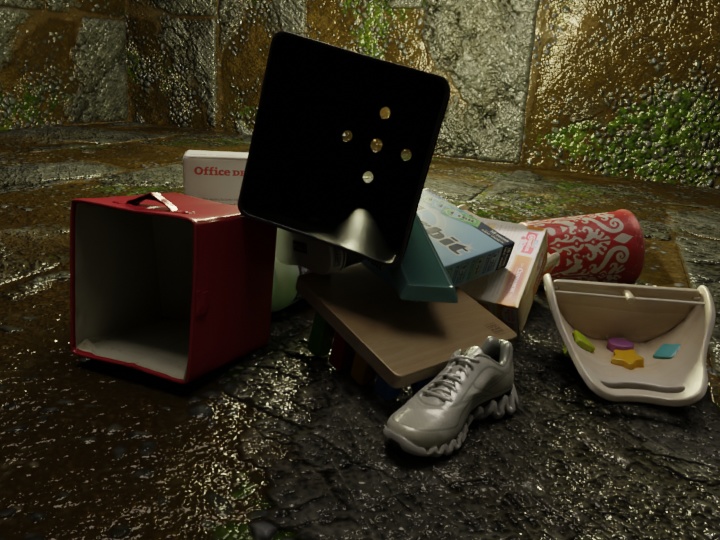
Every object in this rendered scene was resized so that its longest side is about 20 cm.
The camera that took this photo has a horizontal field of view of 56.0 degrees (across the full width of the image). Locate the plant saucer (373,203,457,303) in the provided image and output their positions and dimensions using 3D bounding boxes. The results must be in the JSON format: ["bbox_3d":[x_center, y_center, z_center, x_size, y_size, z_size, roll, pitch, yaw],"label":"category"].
[{"bbox_3d":[0.060,-0.027,0.816,0.069,0.019,0.201,4,33,-15],"label":"plant saucer"}]

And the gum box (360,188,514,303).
[{"bbox_3d":[0.082,-0.042,0.910,0.198,0.045,0.169,-18,43,-42],"label":"gum box"}]

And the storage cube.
[{"bbox_3d":[-0.214,0.007,0.802,0.168,0.204,0.179,10,12,21],"label":"storage cube"}]

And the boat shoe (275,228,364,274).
[{"bbox_3d":[-0.060,-0.039,0.864,0.063,0.072,0.199,-10,21,-31],"label":"boat shoe"}]

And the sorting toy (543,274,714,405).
[{"bbox_3d":[0.319,0.094,0.802,0.196,0.109,0.181,4,26,9],"label":"sorting toy"}]

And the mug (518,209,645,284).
[{"bbox_3d":[0.374,-0.021,1.210,0.196,0.179,0.135,-4,54,-10],"label":"mug"}]

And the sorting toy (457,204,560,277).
[{"bbox_3d":[0.181,0.003,1.088,0.179,0.108,0.199,-27,44,-34],"label":"sorting toy"}]

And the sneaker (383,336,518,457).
[{"bbox_3d":[0.095,0.123,0.687,0.074,0.083,0.198,19,24,37],"label":"sneaker"}]

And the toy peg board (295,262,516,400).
[{"bbox_3d":[0.046,0.082,0.827,0.198,0.099,0.199,-11,38,-37],"label":"toy peg board"}]

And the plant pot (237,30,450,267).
[{"bbox_3d":[-0.002,-0.142,0.792,0.196,0.203,0.177,19,15,12],"label":"plant pot"}]

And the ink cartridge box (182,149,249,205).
[{"bbox_3d":[-0.211,-0.087,1.093,0.143,0.204,0.084,1,17,-11],"label":"ink cartridge box"}]

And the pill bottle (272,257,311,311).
[{"bbox_3d":[-0.119,-0.003,0.995,0.111,0.114,0.199,12,18,24],"label":"pill bottle"}]

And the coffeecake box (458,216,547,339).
[{"bbox_3d":[0.160,-0.001,0.999,0.197,0.074,0.155,12,52,26],"label":"coffeecake box"}]
